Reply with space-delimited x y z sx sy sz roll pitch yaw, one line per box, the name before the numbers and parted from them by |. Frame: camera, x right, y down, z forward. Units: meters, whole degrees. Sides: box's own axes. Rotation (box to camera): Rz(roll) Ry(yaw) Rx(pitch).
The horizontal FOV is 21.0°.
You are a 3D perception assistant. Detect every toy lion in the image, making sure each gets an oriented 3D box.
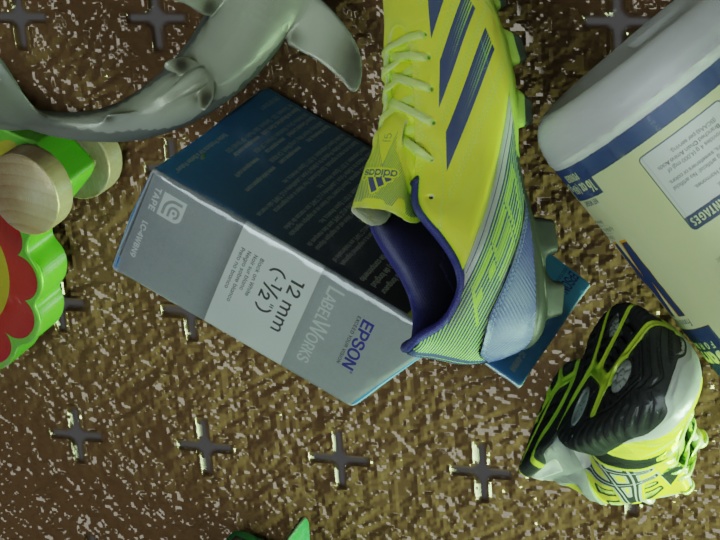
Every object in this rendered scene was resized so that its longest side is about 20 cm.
toy lion | -0.238 -0.046 1.087 0.200 0.069 0.192 46 127 0

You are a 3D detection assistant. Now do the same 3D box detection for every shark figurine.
shark figurine | -0.090 -0.107 0.975 0.214 0.089 0.128 -38 99 -8

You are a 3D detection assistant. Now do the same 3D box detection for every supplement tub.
supplement tub | 0.191 -0.030 0.871 0.145 0.145 0.200 -37 94 29

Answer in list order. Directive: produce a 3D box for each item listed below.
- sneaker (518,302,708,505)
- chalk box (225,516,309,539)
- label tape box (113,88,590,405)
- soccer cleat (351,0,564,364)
sneaker | 0.136 0.069 0.934 0.076 0.200 0.076 23 77 -1
chalk box | -0.048 0.237 1.083 0.124 0.125 0.201 21 118 13
label tape box | 0.000 0.000 0.958 0.200 0.143 0.066 31 118 7
soccer cleat | 0.032 -0.057 0.863 0.065 0.083 0.201 142 118 -68
